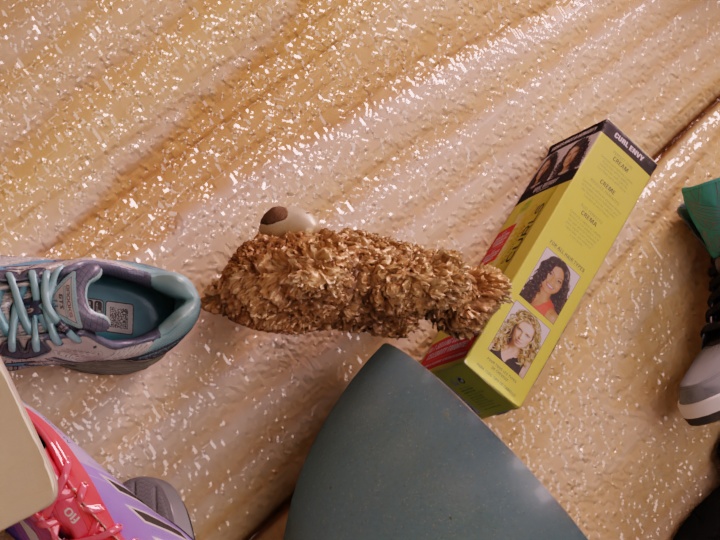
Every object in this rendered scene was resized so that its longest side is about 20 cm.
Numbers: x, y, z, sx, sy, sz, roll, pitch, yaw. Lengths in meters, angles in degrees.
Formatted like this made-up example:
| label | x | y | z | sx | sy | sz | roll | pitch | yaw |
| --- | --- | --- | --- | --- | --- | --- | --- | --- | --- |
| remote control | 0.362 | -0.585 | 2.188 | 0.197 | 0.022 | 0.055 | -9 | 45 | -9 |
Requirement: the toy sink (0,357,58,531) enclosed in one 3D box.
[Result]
| label | x | y | z | sx | sy | sz | roll | pitch | yaw |
| --- | --- | --- | --- | --- | --- | --- | --- | --- | --- |
| toy sink | -0.261 | 0.100 | 1.098 | 0.199 | 0.112 | 0.131 | -26 | 90 | -5 |

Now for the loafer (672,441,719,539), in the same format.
| label | x | y | z | sx | sy | sz | roll | pitch | yaw |
| --- | --- | --- | --- | --- | --- | --- | --- | --- | --- |
| loafer | 0.256 | 0.167 | 1.468 | 0.072 | 0.073 | 0.201 | 43 | 62 | -21 |

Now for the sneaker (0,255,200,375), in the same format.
| label | x | y | z | sx | sy | sz | roll | pitch | yaw |
| --- | --- | --- | --- | --- | --- | --- | --- | --- | --- |
| sneaker | -0.179 | 0.018 | 1.230 | 0.199 | 0.086 | 0.078 | -4 | 81 | -31 |

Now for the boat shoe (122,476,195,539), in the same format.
| label | x | y | z | sx | sy | sz | roll | pitch | yaw |
| --- | --- | --- | --- | --- | --- | --- | --- | --- | --- |
| boat shoe | -0.102 | 0.215 | 1.250 | 0.071 | 0.072 | 0.202 | 14 | 66 | -53 |

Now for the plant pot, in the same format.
| label | x | y | z | sx | sy | sz | roll | pitch | yaw |
| --- | --- | --- | --- | --- | --- | --- | --- | --- | --- |
| plant pot | 0.032 | 0.160 | 1.279 | 0.135 | 0.200 | 0.200 | -42 | 102 | -8 |

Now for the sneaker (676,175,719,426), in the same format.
| label | x | y | z | sx | sy | sz | roll | pitch | yaw |
| --- | --- | --- | --- | --- | --- | --- | --- | --- | --- |
| sneaker | 0.245 | 0.000 | 1.488 | 0.121 | 0.083 | 0.200 | 55 | 51 | -15 |

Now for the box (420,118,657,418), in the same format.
| label | x | y | z | sx | sy | sz | roll | pitch | yaw |
| --- | --- | --- | --- | --- | --- | --- | --- | --- | --- |
| box | 0.108 | 0.001 | 1.415 | 0.050 | 0.075 | 0.201 | 40 | 63 | -15 |

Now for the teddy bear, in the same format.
| label | x | y | z | sx | sy | sz | roll | pitch | yaw |
| --- | --- | --- | --- | --- | --- | --- | --- | --- | --- |
| teddy bear | 0.000 | 0.000 | 1.306 | 0.199 | 0.145 | 0.067 | 7 | 98 | -31 |

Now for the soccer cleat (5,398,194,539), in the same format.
| label | x | y | z | sx | sy | sz | roll | pitch | yaw |
| --- | --- | --- | --- | --- | --- | --- | --- | --- | --- |
| soccer cleat | -0.150 | 0.129 | 1.189 | 0.200 | 0.073 | 0.068 | 40 | 77 | 10 |
